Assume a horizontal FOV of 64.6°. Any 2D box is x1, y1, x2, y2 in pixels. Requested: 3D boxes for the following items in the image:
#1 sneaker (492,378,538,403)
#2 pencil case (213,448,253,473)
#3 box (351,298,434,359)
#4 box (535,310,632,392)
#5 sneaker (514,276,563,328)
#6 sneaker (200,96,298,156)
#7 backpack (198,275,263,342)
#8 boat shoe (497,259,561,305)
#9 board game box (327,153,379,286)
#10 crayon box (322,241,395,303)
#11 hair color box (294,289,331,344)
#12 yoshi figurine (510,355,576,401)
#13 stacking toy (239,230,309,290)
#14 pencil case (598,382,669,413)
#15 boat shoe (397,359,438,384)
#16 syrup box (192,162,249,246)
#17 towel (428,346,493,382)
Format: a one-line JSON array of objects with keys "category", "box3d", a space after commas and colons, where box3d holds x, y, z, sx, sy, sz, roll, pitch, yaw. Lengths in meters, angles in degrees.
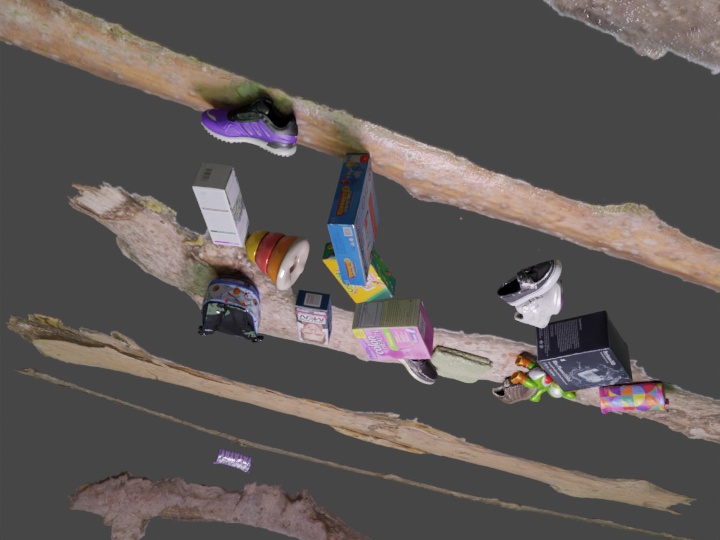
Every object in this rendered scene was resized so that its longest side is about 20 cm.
[{"category": "sneaker", "box3d": [0.502, 0.381, 1.843, 0.074, 0.071, 0.201, 20, 143, -11]}, {"category": "pencil case", "box3d": [-0.667, 1.001, 2.995, 0.196, 0.087, 0.084, 20, 145, -10]}, {"category": "box", "box3d": [0.098, 0.174, 1.656, 0.196, 0.098, 0.177, -3, 142, 20]}, {"category": "box", "box3d": [0.613, 0.228, 1.567, 0.197, 0.119, 0.196, -19, 134, 34]}, {"category": "sneaker", "box3d": [0.453, 0.084, 1.452, 0.097, 0.076, 0.202, 9, 144, 1]}, {"category": "sneaker", "box3d": [-0.216, -0.305, 1.132, 0.196, 0.071, 0.100, 13, 138, -9]}, {"category": "backpack", "box3d": [-0.370, 0.105, 1.650, 0.195, 0.157, 0.191, 8, 153, -6]}, {"category": "boat shoe", "box3d": [0.408, 0.024, 1.399, 0.065, 0.071, 0.200, 20, 151, -15]}, {"category": "board game box", "box3d": [-0.010, -0.107, 1.222, 0.055, 0.199, 0.202, 3, 143, 12]}, {"category": "crayon box", "box3d": [0.000, 0.000, 1.481, 0.117, 0.059, 0.201, -10, 139, 26]}, {"category": "hair color box", "box3d": [-0.139, 0.144, 1.713, 0.098, 0.061, 0.202, 8, 145, 5]}, {"category": "yoshi figurine", "box3d": [0.555, 0.338, 1.730, 0.197, 0.112, 0.114, 24, 115, 0]}, {"category": "stacking toy", "box3d": [-0.240, -0.055, 1.449, 0.197, 0.147, 0.147, 27, 146, 11]}, {"category": "pencil case", "box3d": [0.842, 0.397, 1.760, 0.196, 0.090, 0.089, -9, 140, 28]}, {"category": "boat shoe", "box3d": [0.174, 0.278, 1.778, 0.200, 0.072, 0.065, 43, 133, -10]}, {"category": "syrup box", "box3d": [-0.326, -0.152, 1.350, 0.080, 0.080, 0.202, 6, 144, 6]}, {"category": "towel", "box3d": [0.310, 0.307, 1.828, 0.196, 0.037, 0.149, 17, 143, -8]}]
